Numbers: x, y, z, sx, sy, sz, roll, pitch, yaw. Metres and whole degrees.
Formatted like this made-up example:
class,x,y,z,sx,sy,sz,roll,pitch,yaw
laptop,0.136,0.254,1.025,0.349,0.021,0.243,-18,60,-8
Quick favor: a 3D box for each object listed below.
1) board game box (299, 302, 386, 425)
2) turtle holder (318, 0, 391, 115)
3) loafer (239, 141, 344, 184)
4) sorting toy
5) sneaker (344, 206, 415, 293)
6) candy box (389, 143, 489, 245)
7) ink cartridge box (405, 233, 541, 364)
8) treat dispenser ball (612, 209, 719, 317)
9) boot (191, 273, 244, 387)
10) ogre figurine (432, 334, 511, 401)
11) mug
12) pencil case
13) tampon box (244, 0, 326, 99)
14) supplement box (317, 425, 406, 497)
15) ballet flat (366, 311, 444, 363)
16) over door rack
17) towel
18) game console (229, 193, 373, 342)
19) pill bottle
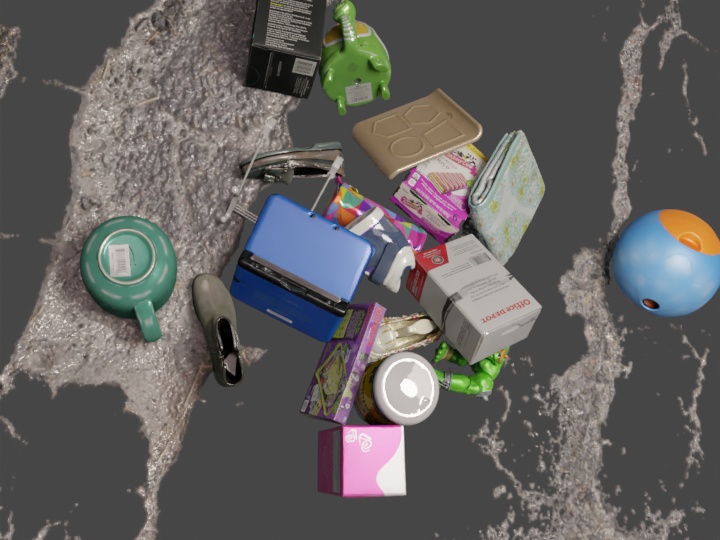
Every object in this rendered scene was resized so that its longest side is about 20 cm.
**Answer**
class,x,y,z,sx,sy,sz,roll,pitch,yaw
board game box,-0.030,0.153,1.180,0.032,0.119,0.204,29,71,-23
turtle holder,-0.024,-0.393,1.288,0.184,0.139,0.135,26,46,-51
loafer,-0.118,-0.185,1.266,0.195,0.072,0.065,-14,86,-20
sorting toy,0.101,-0.251,1.300,0.196,0.037,0.186,-26,44,-8
sneaker,0.000,0.000,1.224,0.198,0.081,0.147,-36,103,16
candy box,0.158,-0.164,1.310,0.135,0.061,0.201,38,53,-4
ink cartridge box,0.195,0.046,1.229,0.142,0.085,0.201,-19,51,-29
treat dispenser ball,0.586,-0.014,1.343,0.195,0.201,0.207,3,76,-14
boot,-0.223,0.089,1.137,0.066,0.131,0.205,-14,81,-18
ogre figurine,0.203,0.145,1.261,0.118,0.099,0.201,29,38,6
mug,-0.359,0.002,1.129,0.184,0.114,0.153,37,70,-3
pencil case,0.024,-0.085,1.272,0.197,0.088,0.090,32,71,-7
tampon box,-0.133,-0.449,1.280,0.123,0.150,0.206,9,75,-12
supplement box,-0.003,0.301,1.108,0.098,0.200,0.106,3,76,-14
ballet flat,0.066,0.111,1.245,0.195,0.064,0.077,-17,82,-18
over door rack,-0.140,-0.134,1.199,0.145,0.067,0.203,28,110,-7
towel,0.278,-0.136,1.318,0.202,0.047,0.172,-56,134,-23
game console,-0.102,0.001,1.183,0.196,0.172,0.120,27,54,-3
pill bottle,0.048,0.199,1.146,0.106,0.200,0.112,4,75,-14
